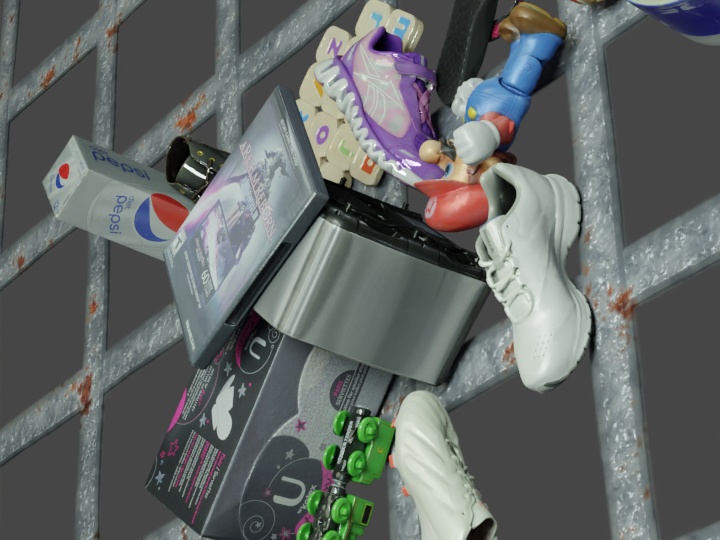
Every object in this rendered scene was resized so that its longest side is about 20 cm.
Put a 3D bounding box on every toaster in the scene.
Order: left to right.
[{"bbox_3d":[0.000,0.000,1.683,0.200,0.181,0.119,37,105,56],"label":"toaster"}]

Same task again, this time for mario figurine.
[{"bbox_3d":[0.095,-0.128,1.670,0.106,0.123,0.200,17,78,31],"label":"mario figurine"}]

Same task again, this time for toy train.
[{"bbox_3d":[-0.019,0.213,1.698,0.042,0.056,0.201,12,81,41],"label":"toy train"}]

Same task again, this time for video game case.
[{"bbox_3d":[-0.099,-0.036,1.666,0.200,0.019,0.143,-54,36,29],"label":"video game case"}]

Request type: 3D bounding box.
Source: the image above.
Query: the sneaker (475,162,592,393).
[{"bbox_3d":[0.127,0.004,1.582,0.074,0.087,0.200,-34,47,38],"label":"sneaker"}]

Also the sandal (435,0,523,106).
[{"bbox_3d":[0.113,-0.235,1.763,0.075,0.045,0.200,-112,32,-50],"label":"sandal"}]

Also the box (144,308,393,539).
[{"bbox_3d":[-0.076,0.136,1.751,0.115,0.132,0.200,31,99,54],"label":"box"}]

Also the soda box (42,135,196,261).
[{"bbox_3d":[-0.211,-0.059,1.987,0.063,0.200,0.068,-53,37,18],"label":"soda box"}]

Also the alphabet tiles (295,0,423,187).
[{"bbox_3d":[-0.006,-0.159,1.924,0.196,0.015,0.200,33,99,56],"label":"alphabet tiles"}]

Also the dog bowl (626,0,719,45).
[{"bbox_3d":[0.278,-0.278,1.536,0.200,0.079,0.201,-30,49,43],"label":"dog bowl"}]

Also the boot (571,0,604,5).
[{"bbox_3d":[0.177,-0.296,1.708,0.107,0.075,0.200,136,141,-53],"label":"boot"}]

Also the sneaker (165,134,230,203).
[{"bbox_3d":[-0.120,-0.063,1.947,0.075,0.106,0.200,-62,34,9],"label":"sneaker"}]

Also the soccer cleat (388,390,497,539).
[{"bbox_3d":[0.073,0.185,1.582,0.077,0.069,0.201,-27,58,38],"label":"soccer cleat"}]

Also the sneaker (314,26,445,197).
[{"bbox_3d":[0.035,-0.148,1.794,0.088,0.080,0.200,-44,49,14],"label":"sneaker"}]
